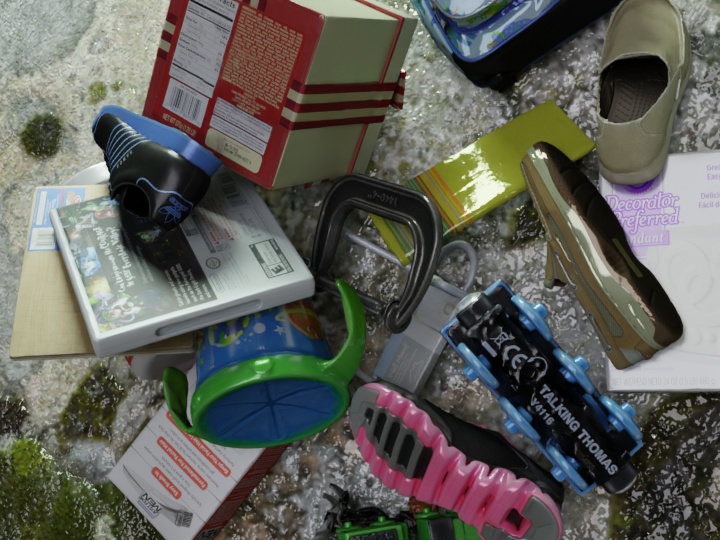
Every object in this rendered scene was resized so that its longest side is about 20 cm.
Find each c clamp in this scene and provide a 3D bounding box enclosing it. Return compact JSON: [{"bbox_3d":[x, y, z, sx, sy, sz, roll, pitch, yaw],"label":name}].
[{"bbox_3d":[0.000,0.000,0.911,0.200,0.027,0.171,14,91,53],"label":"c clamp"}]

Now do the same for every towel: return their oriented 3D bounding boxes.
[{"bbox_3d":[0.106,-0.079,0.917,0.200,0.018,0.086,-31,45,2],"label":"towel"}]

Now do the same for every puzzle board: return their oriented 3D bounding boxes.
[{"bbox_3d":[-0.223,-0.003,0.911,0.150,0.017,0.200,-3,49,-6],"label":"puzzle board"}]

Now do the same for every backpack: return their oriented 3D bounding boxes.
[{"bbox_3d":[0.116,-0.295,0.913,0.183,0.147,0.200,-35,69,9],"label":"backpack"}]

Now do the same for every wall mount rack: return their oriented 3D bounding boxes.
[{"bbox_3d":[0.016,0.044,0.946,0.174,0.074,0.200,29,92,53],"label":"wall mount rack"}]

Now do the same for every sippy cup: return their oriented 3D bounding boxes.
[{"bbox_3d":[-0.087,0.068,0.890,0.177,0.140,0.131,-8,57,-10],"label":"sippy cup"}]

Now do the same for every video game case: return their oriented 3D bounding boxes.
[{"bbox_3d":[-0.158,-0.017,0.877,0.181,0.023,0.200,-16,40,-18],"label":"video game case"}]

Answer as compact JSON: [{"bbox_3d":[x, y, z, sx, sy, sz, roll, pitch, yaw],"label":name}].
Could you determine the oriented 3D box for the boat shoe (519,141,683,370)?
[{"bbox_3d":[0.177,-0.011,0.841,0.076,0.072,0.200,-41,65,32],"label":"boat shoe"}]

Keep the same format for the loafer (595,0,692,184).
[{"bbox_3d":[0.239,-0.168,0.866,0.075,0.068,0.200,2,59,19],"label":"loafer"}]

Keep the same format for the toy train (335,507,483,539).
[{"bbox_3d":[0.072,0.219,0.858,0.200,0.056,0.042,-6,80,-17],"label":"toy train"}]

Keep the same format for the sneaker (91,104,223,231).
[{"bbox_3d":[-0.198,-0.091,0.902,0.200,0.070,0.078,23,78,52],"label":"sneaker"}]

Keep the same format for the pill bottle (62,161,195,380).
[{"bbox_3d":[-0.217,-0.002,1.009,0.116,0.116,0.200,-39,72,11],"label":"pill bottle"}]

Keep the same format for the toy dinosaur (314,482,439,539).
[{"bbox_3d":[0.030,0.245,0.916,0.135,0.102,0.200,7,67,6],"label":"toy dinosaur"}]

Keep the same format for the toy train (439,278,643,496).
[{"bbox_3d":[0.149,0.098,0.844,0.087,0.114,0.200,-42,88,1],"label":"toy train"}]

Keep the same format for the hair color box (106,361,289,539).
[{"bbox_3d":[-0.137,0.158,0.986,0.111,0.064,0.200,41,95,19],"label":"hair color box"}]

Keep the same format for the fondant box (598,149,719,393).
[{"bbox_3d":[0.278,0.003,0.861,0.144,0.058,0.201,-3,80,20],"label":"fondant box"}]

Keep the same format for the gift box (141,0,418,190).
[{"bbox_3d":[-0.078,-0.177,0.951,0.184,0.187,0.200,34,117,21],"label":"gift box"}]

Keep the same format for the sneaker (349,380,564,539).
[{"bbox_3d":[0.083,0.153,0.846,0.200,0.095,0.079,34,118,12],"label":"sneaker"}]
